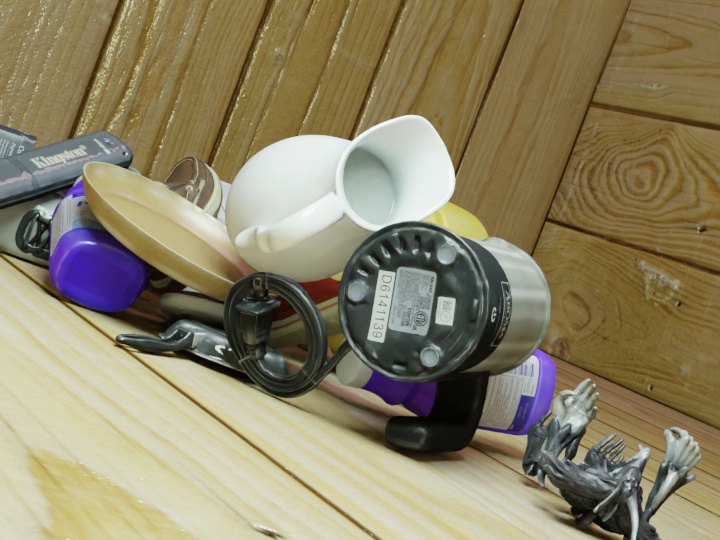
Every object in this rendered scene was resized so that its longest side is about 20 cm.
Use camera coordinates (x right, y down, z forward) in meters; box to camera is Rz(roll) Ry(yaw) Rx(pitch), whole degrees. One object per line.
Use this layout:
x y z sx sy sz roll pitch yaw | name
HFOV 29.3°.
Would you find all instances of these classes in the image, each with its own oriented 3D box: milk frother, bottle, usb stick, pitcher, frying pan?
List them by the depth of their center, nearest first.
0.023 0.036 1.092 0.200 0.181 0.188 28 7 21 | milk frother
-0.137 0.056 1.112 0.190 0.031 0.115 23 -2 -38 | frying pan
-0.046 -0.047 1.115 0.171 0.122 0.200 -27 7 -35 | pitcher
0.076 0.094 1.226 0.200 0.084 0.065 12 3 -26 | bottle
-0.234 -0.033 1.227 0.083 0.065 0.200 23 18 -19 | bottle
-0.297 -0.096 1.312 0.055 0.033 0.200 33 31 20 | usb stick

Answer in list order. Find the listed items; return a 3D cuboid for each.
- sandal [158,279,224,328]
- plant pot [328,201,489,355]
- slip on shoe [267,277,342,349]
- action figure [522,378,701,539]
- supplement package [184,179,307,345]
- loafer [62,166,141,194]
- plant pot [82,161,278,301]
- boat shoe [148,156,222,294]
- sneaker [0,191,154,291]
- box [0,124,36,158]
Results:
-0.140 0.024 1.237 0.082 0.050 0.203 18 -7 -13 | sandal
0.000 0.000 1.382 0.189 0.201 0.201 23 0 -33 | plant pot
-0.041 0.028 1.234 0.074 0.061 0.200 9 -16 -41 | slip on shoe
0.184 0.142 1.037 0.119 0.102 0.200 32 -1 -6 | action figure
-0.115 -0.011 1.507 0.200 0.110 0.114 21 20 -34 | supplement package
-0.303 -0.060 1.430 0.200 0.075 0.070 -14 -3 37 | loafer
-0.155 -0.027 1.177 0.200 0.028 0.200 32 11 -7 | plant pot
-0.185 -0.064 1.359 0.075 0.075 0.203 50 19 -29 | boat shoe
-0.279 -0.031 1.328 0.200 0.074 0.079 20 7 -31 | sneaker
-0.483 -0.138 1.616 0.182 0.104 0.200 19 3 -14 | box
